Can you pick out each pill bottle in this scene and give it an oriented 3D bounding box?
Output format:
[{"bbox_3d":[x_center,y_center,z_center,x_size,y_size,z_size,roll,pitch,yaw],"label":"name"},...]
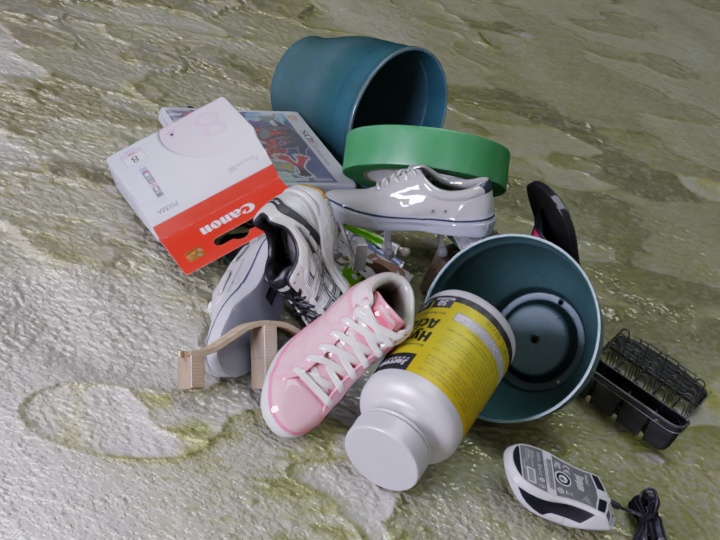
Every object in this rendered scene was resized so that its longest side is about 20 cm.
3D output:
[{"bbox_3d":[0.067,0.120,1.339,0.111,0.112,0.200,30,48,10],"label":"pill bottle"}]

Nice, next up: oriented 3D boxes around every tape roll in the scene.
[{"bbox_3d":[0.078,-0.128,1.609,0.198,0.049,0.200,8,-6,1],"label":"tape roll"}]

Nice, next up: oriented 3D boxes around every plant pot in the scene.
[{"bbox_3d":[-0.015,-0.230,1.826,0.187,0.202,0.199,27,25,35],"label":"plant pot"},{"bbox_3d":[0.181,0.071,1.488,0.200,0.201,0.134,38,6,24],"label":"plant pot"}]

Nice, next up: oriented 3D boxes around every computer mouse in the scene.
[{"bbox_3d":[0.224,0.237,1.377,0.198,0.044,0.110,25,32,-13],"label":"computer mouse"}]

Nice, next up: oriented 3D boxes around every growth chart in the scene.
[{"bbox_3d":[0.000,0.000,1.621,0.143,0.018,0.201,23,30,-2],"label":"growth chart"}]

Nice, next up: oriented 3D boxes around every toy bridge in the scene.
[{"bbox_3d":[-0.097,0.084,1.339,0.198,0.068,0.027,5,-9,-40],"label":"toy bridge"}]

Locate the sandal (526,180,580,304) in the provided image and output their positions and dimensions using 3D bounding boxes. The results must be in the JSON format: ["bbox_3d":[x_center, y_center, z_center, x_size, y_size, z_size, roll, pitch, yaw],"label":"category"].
[{"bbox_3d":[0.223,-0.004,1.561,0.045,0.203,0.075,-16,6,-16],"label":"sandal"}]

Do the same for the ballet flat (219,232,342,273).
[{"bbox_3d":[-0.073,-0.002,1.510,0.199,0.074,0.073,37,30,21],"label":"ballet flat"}]

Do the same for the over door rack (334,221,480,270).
[{"bbox_3d":[0.041,-0.036,1.576,0.146,0.067,0.200,-2,20,-13],"label":"over door rack"}]

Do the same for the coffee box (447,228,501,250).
[{"bbox_3d":[0.158,-0.031,1.677,0.122,0.044,0.200,35,6,-19],"label":"coffee box"}]

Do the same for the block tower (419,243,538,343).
[{"bbox_3d":[0.157,0.050,1.622,0.200,0.058,0.054,40,32,29],"label":"block tower"}]

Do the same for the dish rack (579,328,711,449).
[{"bbox_3d":[0.345,0.131,1.630,0.153,0.055,0.199,36,32,18],"label":"dish rack"}]

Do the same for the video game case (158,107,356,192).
[{"bbox_3d":[-0.128,-0.147,1.668,0.198,0.023,0.183,-2,37,-32],"label":"video game case"}]

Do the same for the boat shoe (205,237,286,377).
[{"bbox_3d":[-0.124,0.040,1.410,0.065,0.074,0.201,-10,31,30],"label":"boat shoe"}]

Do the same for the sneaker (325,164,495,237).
[{"bbox_3d":[0.054,-0.084,1.507,0.197,0.072,0.073,4,19,7],"label":"sneaker"}]

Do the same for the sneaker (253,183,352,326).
[{"bbox_3d":[-0.061,0.016,1.409,0.075,0.202,0.087,-6,15,46],"label":"sneaker"}]

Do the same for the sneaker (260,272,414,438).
[{"bbox_3d":[-0.017,0.074,1.317,0.075,0.104,0.201,47,55,-10],"label":"sneaker"}]

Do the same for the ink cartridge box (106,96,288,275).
[{"bbox_3d":[-0.176,-0.101,1.521,0.161,0.057,0.200,-29,42,-15],"label":"ink cartridge box"}]

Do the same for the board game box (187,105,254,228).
[{"bbox_3d":[-0.168,-0.130,1.686,0.134,0.035,0.201,18,29,-11],"label":"board game box"}]
